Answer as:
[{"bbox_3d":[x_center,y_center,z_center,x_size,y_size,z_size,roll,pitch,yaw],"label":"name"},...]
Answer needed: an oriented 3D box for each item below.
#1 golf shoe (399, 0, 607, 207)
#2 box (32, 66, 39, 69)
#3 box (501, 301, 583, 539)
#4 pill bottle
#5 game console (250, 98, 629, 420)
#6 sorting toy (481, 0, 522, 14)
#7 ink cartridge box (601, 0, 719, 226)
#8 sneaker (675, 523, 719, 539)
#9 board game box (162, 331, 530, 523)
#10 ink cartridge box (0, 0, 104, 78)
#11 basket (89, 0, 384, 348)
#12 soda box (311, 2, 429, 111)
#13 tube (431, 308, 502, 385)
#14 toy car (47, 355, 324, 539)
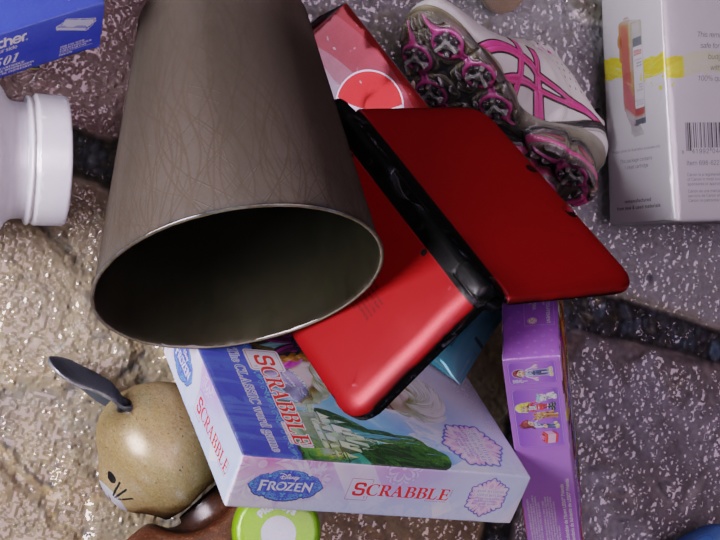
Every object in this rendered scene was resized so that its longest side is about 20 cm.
[{"bbox_3d":[0.103,-0.133,1.165,0.200,0.072,0.092,41,51,-31],"label":"golf shoe"},{"bbox_3d":[-0.304,-0.172,1.031,0.199,0.064,0.070,-2,56,-18],"label":"box"},{"bbox_3d":[0.123,0.084,1.095,0.039,0.137,0.200,-4,130,9],"label":"box"},{"bbox_3d":[-0.286,-0.072,1.022,0.199,0.112,0.113,0,89,-18],"label":"pill bottle"},{"bbox_3d":[0.038,-0.011,1.042,0.172,0.200,0.119,-46,139,12],"label":"game console"},{"bbox_3d":[0.115,-0.303,1.140,0.036,0.185,0.200,24,82,23],"label":"sorting toy"},{"bbox_3d":[0.261,-0.135,1.207,0.145,0.083,0.201,-2,90,-26],"label":"ink cartridge box"},{"bbox_3d":[0.196,0.241,1.198,0.200,0.066,0.079,-37,96,-15],"label":"sneaker"},{"bbox_3d":[-0.018,0.080,1.053,0.199,0.200,0.041,8,120,-28],"label":"board game box"},{"bbox_3d":[-0.246,-0.209,1.005,0.094,0.044,0.200,-23,65,-27],"label":"ink cartridge box"},{"bbox_3d":[-0.082,-0.075,1.001,0.180,0.136,0.201,-19,54,17],"label":"basket"},{"bbox_3d":[0.019,-0.087,1.147,0.070,0.063,0.200,-42,102,-13],"label":"soda box"},{"bbox_3d":[0.000,0.000,1.110,0.200,0.050,0.078,31,57,7],"label":"tube"},{"bbox_3d":[-0.136,0.136,1.049,0.158,0.164,0.200,-41,90,-10],"label":"toy car"}]
